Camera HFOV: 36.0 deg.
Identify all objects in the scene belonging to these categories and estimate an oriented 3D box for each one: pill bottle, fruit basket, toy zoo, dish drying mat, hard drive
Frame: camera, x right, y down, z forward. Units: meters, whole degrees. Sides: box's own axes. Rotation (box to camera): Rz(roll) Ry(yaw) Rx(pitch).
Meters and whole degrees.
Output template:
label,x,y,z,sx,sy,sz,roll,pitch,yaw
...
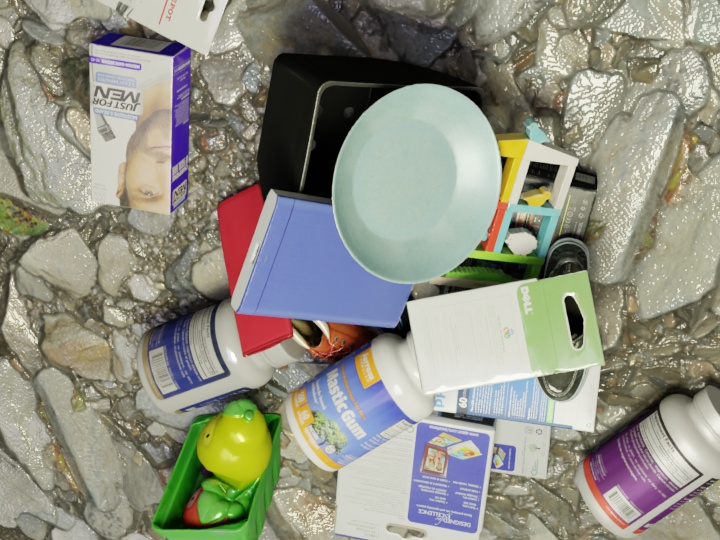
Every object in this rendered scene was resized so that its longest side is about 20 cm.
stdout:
label,x,y,z,sx,sy,sz,roll,pitch,yaw
pill bottle,0.364,0.227,1.333,0.112,0.113,0.200,43,116,-7
fruit basket,-0.178,0.251,1.436,0.154,0.216,0.218,-4,113,16
pill bottle,0.019,0.144,1.313,0.199,0.112,0.112,-33,102,16
toy zoo,0.157,-0.071,1.206,0.130,0.021,0.202,6,117,-17
dish drying mat,-0.130,-0.001,1.350,0.076,0.018,0.202,-22,69,23
pill bottle,-0.174,0.101,1.416,0.198,0.120,0.121,-20,107,22
hard drive,-0.025,-0.008,1.153,0.198,0.025,0.133,7,115,-34

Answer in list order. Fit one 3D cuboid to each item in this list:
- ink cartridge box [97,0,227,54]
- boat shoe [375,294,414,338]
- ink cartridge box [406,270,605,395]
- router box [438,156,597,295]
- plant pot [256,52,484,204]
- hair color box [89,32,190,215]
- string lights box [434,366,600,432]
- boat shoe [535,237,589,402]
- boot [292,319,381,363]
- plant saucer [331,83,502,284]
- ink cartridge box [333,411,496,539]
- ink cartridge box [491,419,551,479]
label,x,y,z,sx,sy,sz,roll,pitch,yaw
ink cartridge box,-0.233,-0.345,1.262,0.199,0.068,0.117,28,118,2
boat shoe,0.000,0.000,1.353,0.200,0.069,0.084,43,117,-6
ink cartridge box,0.157,0.067,1.202,0.198,0.059,0.105,-11,88,12
router box,0.180,-0.030,1.294,0.148,0.062,0.202,14,116,6
plant pot,-0.012,-0.142,1.209,0.198,0.178,0.202,-4,122,-30
hair color box,-0.269,-0.178,1.349,0.108,0.065,0.202,10,117,10
string lights box,0.190,0.130,1.348,0.198,0.059,0.104,7,92,12
boat shoe,0.223,0.065,1.249,0.071,0.071,0.202,2,112,15
boot,-0.026,0.094,1.382,0.075,0.107,0.200,-39,101,24
plant saucer,0.052,-0.088,1.121,0.199,0.039,0.203,-8,106,-27
ink cartridge box,0.068,0.264,1.424,0.195,0.047,0.202,9,116,9
ink cartridge box,0.146,0.205,1.423,0.198,0.039,0.101,6,115,10
